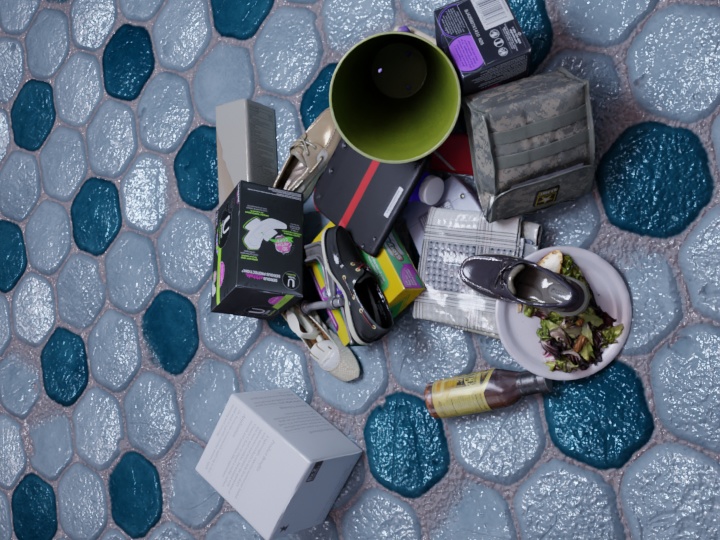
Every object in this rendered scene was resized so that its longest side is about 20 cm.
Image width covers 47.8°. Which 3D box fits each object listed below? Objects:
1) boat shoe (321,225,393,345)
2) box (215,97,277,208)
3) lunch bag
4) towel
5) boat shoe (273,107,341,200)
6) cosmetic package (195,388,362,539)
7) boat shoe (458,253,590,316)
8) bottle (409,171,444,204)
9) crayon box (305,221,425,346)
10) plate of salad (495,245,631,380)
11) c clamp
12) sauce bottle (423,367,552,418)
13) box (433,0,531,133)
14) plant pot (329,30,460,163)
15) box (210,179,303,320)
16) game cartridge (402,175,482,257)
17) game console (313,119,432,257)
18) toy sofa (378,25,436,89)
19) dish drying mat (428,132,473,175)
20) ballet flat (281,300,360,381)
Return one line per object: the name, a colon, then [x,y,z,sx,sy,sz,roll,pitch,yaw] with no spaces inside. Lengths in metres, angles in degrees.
boat shoe: [-0.003,0.016,1.296,0.063,0.074,0.202,-32,72,40]
box: [-0.215,-0.215,1.543,0.078,0.095,0.200,-8,81,31]
lunch bag: [0.249,-0.170,1.183,0.164,0.118,0.200,-17,120,-4]
towel: [0.179,0.002,1.280,0.200,0.035,0.193,11,92,31]
boat shoe: [-0.095,-0.211,1.484,0.072,0.065,0.200,41,107,27]
cosmetic package: [-0.142,0.330,1.416,0.200,0.165,0.165,35,105,29]
boat shoe: [0.227,0.014,1.169,0.200,0.065,0.072,20,87,32]
bottle: [0.051,-0.161,1.366,0.200,0.083,0.065,27,111,40]
crayon box: [0.000,0.000,1.385,0.173,0.058,0.200,-45,58,34]
plate of salad: [0.300,0.064,1.199,0.200,0.048,0.200,0,91,5]
c clamp: [-0.073,0.036,1.383,0.200,0.027,0.171,1,101,65]
sauce bottle: [0.200,0.188,1.278,0.200,0.066,0.066,-16,78,25]
box: [0.183,-0.313,1.232,0.106,0.200,0.122,-21,75,2]
plant pot: [0.055,-0.282,1.234,0.187,0.200,0.187,2,115,4]
box: [-0.183,-0.031,1.437,0.149,0.124,0.200,-38,47,55]
game cartridge: [0.159,-0.046,1.335,0.133,0.042,0.200,-29,72,22]
game console: [0.014,-0.148,1.327,0.177,0.031,0.200,41,114,31]
toy sofa: [0.070,-0.303,1.372,0.083,0.098,0.200,37,104,28]
dish drying mat: [0.193,-0.184,1.311,0.200,0.018,0.077,12,131,32]
ballet flat: [-0.080,0.127,1.453,0.200,0.062,0.067,48,119,25]
